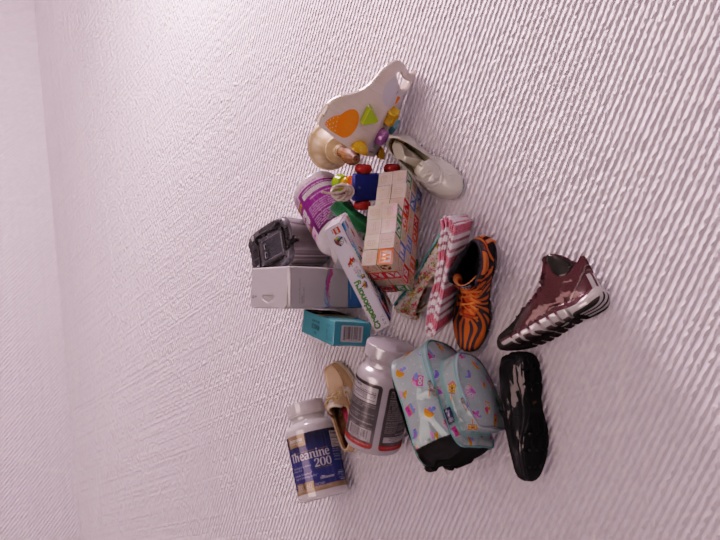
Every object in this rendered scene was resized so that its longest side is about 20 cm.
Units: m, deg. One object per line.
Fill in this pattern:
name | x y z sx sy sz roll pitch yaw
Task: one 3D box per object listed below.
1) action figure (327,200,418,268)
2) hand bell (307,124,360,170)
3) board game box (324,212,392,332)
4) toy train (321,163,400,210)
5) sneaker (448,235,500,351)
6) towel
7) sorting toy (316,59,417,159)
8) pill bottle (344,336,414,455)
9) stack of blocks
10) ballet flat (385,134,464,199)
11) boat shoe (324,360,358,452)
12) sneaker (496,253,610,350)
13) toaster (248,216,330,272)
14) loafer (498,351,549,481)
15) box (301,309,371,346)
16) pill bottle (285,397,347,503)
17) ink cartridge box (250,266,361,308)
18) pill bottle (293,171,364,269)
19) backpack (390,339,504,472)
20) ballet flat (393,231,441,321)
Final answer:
action figure | 0.030 -0.063 1.403 0.198 0.118 0.055 36 113 6
hand bell | -0.035 -0.235 1.449 0.200 0.102 0.106 -134 55 -65
board game box | 0.000 0.000 1.308 0.034 0.126 0.203 -25 99 10
toy train | -0.021 -0.166 1.410 0.115 0.197 0.087 18 109 54
sneaker | 0.179 0.041 1.222 0.076 0.111 0.205 9 97 27
towel | 0.150 0.004 1.249 0.029 0.146 0.205 13 101 19
sorting toy | 0.037 -0.317 1.383 0.107 0.199 0.181 42 109 14
pill bottle | 0.040 0.238 1.387 0.115 0.114 0.204 22 105 47
stack of blocks | 0.059 -0.078 1.306 0.057 0.115 0.204 -3 64 23
ballet flat | 0.112 -0.195 1.355 0.200 0.068 0.070 48 123 39
boat shoe | -0.039 0.283 1.513 0.074 0.068 0.203 -47 56 37
sneaker | 0.289 0.043 1.144 0.199 0.075 0.118 -33 60 33
toaster | -0.152 -0.051 1.610 0.199 0.127 0.116 -26 70 46
loafer | 0.259 0.234 1.172 0.070 0.067 0.205 -19 70 55
box | -0.052 0.116 1.482 0.199 0.081 0.050 -170 85 -67
pill bottle | -0.099 0.383 1.549 0.110 0.109 0.204 -31 66 44
ink cartridge box | -0.111 0.037 1.506 0.143 0.197 0.087 -3 87 48
pill bottle | -0.056 -0.103 1.514 0.113 0.111 0.202 -55 50 32
backpack | 0.144 0.215 1.226 0.153 0.175 0.202 -39 60 22
ballet flat | 0.130 0.014 1.340 0.063 0.076 0.202 36 125 9
